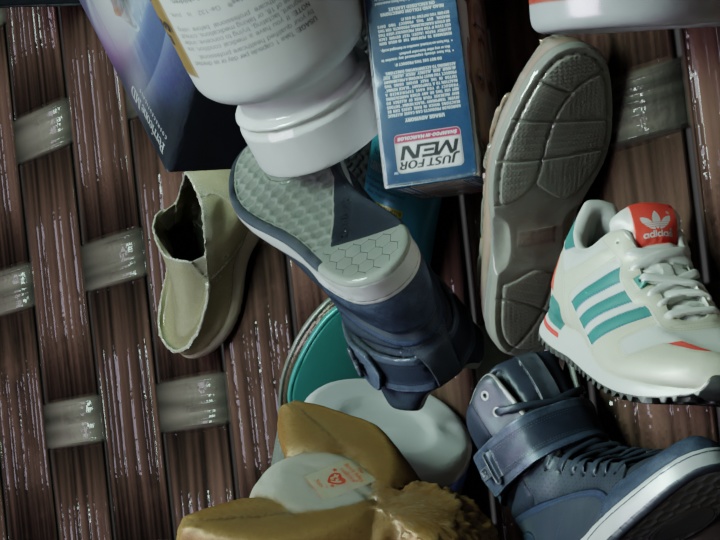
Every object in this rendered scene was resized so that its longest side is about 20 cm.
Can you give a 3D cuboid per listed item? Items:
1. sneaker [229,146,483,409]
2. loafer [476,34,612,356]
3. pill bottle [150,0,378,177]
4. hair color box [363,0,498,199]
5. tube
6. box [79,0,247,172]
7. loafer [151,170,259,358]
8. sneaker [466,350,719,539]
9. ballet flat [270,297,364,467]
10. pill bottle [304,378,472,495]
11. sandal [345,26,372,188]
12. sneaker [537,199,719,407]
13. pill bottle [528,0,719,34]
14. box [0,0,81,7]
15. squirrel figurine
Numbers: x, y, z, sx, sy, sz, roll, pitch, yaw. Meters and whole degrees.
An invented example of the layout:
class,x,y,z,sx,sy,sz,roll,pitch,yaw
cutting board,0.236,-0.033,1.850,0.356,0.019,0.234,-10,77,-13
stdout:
class,x,y,z,sx,sy,sz,roll,pitch,yaw
sneaker,-0.001,0.001,1.680,0.146,0.077,0.202,55,177,-39
loafer,0.097,-0.049,1.583,0.063,0.072,0.201,-127,39,-55
pill bottle,-0.061,-0.161,1.601,0.114,0.114,0.200,27,149,58
hair color box,0.041,-0.148,1.628,0.100,0.060,0.201,9,-105,-76
tube,0.030,-0.064,1.730,0.077,0.050,0.201,24,111,41
box,-0.093,-0.205,1.855,0.200,0.123,0.199,60,144,39
loafer,-0.120,-0.015,1.985,0.076,0.068,0.200,60,143,39
sneaker,0.129,0.099,1.528,0.202,0.077,0.147,-49,54,54
ballet flat,-0.031,0.092,1.841,0.064,0.067,0.201,-122,39,-58
pill bottle,-0.002,0.181,1.746,0.114,0.113,0.201,50,136,47
sandal,-0.012,-0.111,1.787,0.048,0.075,0.201,-95,22,-64
sneaker,0.154,0.013,1.463,0.200,0.070,0.094,-147,62,-68
pill bottle,0.140,-0.227,1.428,0.111,0.111,0.201,3,96,61
box,-0.302,-0.342,2.227,0.197,0.117,0.201,45,133,51
squirrel figurine,0.003,0.202,1.614,0.199,0.142,0.187,10,125,18
